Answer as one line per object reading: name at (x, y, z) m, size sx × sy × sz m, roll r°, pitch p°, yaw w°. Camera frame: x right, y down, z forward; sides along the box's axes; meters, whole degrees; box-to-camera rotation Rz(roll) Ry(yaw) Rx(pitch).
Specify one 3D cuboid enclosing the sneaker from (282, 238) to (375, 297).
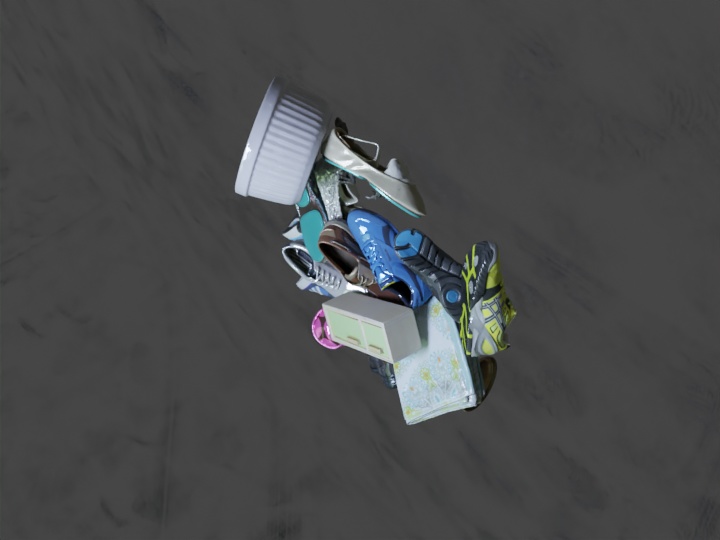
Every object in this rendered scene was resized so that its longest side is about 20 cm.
sneaker at (-0.066, 0.010, 1.484) m, size 0.200 × 0.071 × 0.073 m, roll 31°, pitch 114°, yaw 18°

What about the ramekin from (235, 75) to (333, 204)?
ramekin at (-0.118, -0.201, 1.264) m, size 0.105 × 0.200 × 0.200 m, roll 20°, pitch 159°, yaw -6°

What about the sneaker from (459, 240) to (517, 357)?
sneaker at (0.194, 0.040, 1.181) m, size 0.075 × 0.076 × 0.200 m, roll -100°, pitch 9°, yaw -54°

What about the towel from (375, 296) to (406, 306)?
towel at (0.078, 0.114, 1.509) m, size 0.145 × 0.022 × 0.200 m, roll 30°, pitch 149°, yaw 48°

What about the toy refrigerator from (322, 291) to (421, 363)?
toy refrigerator at (0.014, 0.096, 1.364) m, size 0.200 × 0.070 × 0.076 m, roll 13°, pitch 122°, yaw 56°

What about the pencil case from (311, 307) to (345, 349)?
pencil case at (-0.019, 0.122, 1.584) m, size 0.094 × 0.091 × 0.200 m, roll 55°, pitch -164°, yaw 19°

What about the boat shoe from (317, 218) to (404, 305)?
boat shoe at (0.000, 0.000, 1.379) m, size 0.200 × 0.072 × 0.076 m, roll 42°, pitch 136°, yaw -6°

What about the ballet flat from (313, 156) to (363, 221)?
ballet flat at (-0.029, -0.115, 1.398) m, size 0.072 × 0.072 × 0.200 m, roll 33°, pitch 154°, yaw 41°

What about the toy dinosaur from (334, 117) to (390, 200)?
toy dinosaur at (0.010, -0.155, 1.277) m, size 0.200 × 0.047 × 0.088 m, roll 47°, pitch 152°, yaw 7°

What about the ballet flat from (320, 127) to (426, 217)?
ballet flat at (0.027, -0.156, 1.199) m, size 0.200 × 0.069 × 0.069 m, roll 33°, pitch 154°, yaw 14°

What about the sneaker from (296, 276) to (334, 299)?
sneaker at (-0.046, 0.039, 1.628) m, size 0.146 × 0.081 × 0.200 m, roll 38°, pitch 164°, yaw -8°

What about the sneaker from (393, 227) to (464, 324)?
sneaker at (0.137, 0.008, 1.264) m, size 0.200 × 0.073 × 0.082 m, roll 49°, pitch -174°, yaw 2°

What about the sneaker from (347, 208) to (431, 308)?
sneaker at (0.041, -0.020, 1.322) m, size 0.200 × 0.078 × 0.066 m, roll 47°, pitch 141°, yaw 4°

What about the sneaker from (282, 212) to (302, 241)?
sneaker at (-0.081, -0.079, 1.577) m, size 0.090 × 0.078 × 0.200 m, roll 39°, pitch 167°, yaw -18°

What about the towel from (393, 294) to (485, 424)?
towel at (0.121, 0.148, 1.331) m, size 0.171 × 0.048 × 0.200 m, roll -30°, pitch 63°, yaw 43°

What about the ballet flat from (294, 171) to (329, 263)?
ballet flat at (-0.081, -0.114, 1.455) m, size 0.074 × 0.074 × 0.200 m, roll -14°, pitch 93°, yaw 67°

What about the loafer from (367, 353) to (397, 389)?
loafer at (0.050, 0.159, 1.494) m, size 0.200 × 0.073 × 0.072 m, roll -151°, pitch 38°, yaw -75°

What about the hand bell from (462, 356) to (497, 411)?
hand bell at (0.130, 0.160, 1.400) m, size 0.200 × 0.104 × 0.104 m, roll 25°, pitch 147°, yaw 35°
